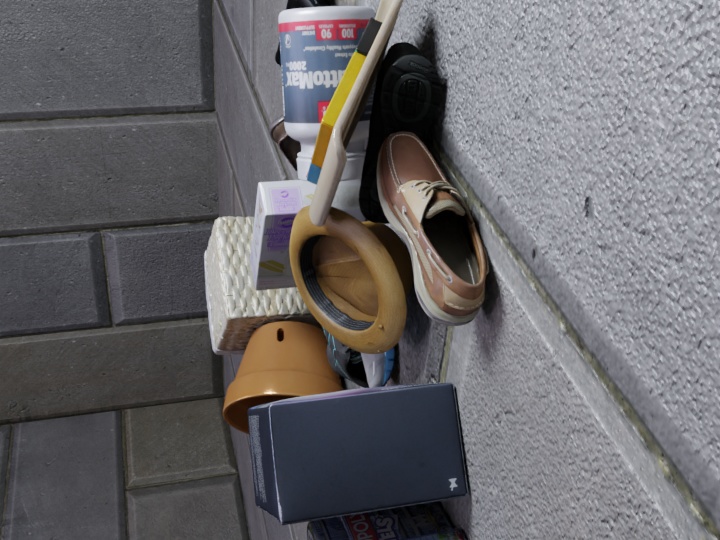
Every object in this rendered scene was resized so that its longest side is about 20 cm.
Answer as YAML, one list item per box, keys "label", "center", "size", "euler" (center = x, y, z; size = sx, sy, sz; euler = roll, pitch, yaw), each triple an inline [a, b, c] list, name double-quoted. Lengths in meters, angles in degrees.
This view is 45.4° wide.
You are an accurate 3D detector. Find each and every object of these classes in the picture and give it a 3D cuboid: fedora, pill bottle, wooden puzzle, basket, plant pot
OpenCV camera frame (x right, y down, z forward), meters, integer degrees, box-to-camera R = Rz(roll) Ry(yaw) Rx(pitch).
- label: "fedora"
  center: [0.000, 0.000, 1.002]
  size: [0.200, 0.081, 0.203]
  euler: [31, 135, 37]
- label: "pill bottle"
  center: [-0.037, -0.215, 1.055]
  size: [0.120, 0.118, 0.203]
  euler: [-141, 47, -70]
- label: "wooden puzzle"
  center: [-0.013, -0.167, 0.885]
  size: [0.185, 0.037, 0.202]
  euler: [119, 170, -69]
- label: "basket"
  center: [-0.159, 0.021, 1.478]
  size: [0.161, 0.196, 0.202]
  euler: [120, 143, -59]
- label: "plant pot"
  center: [-0.117, 0.175, 1.391]
  size: [0.201, 0.197, 0.142]
  euler: [109, 164, -58]

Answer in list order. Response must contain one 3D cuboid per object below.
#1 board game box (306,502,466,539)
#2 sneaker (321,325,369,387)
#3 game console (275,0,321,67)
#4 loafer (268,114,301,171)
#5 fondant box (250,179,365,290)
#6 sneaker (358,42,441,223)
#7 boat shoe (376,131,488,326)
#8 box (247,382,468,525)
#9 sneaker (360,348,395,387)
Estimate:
- label: "board game box"
  center: [0.011, 0.309, 0.887]
  size: [0.200, 0.197, 0.062]
  euler: [-127, 34, -63]
- label: "sneaker"
  center: [-0.016, 0.074, 1.165]
  size: [0.079, 0.075, 0.202]
  euler: [44, 157, 52]
- label: "game console"
  center: [-0.056, -0.368, 1.281]
  size: [0.176, 0.116, 0.200]
  euler: [51, 160, 7]
- label: "loafer"
  center: [-0.059, -0.158, 1.188]
  size: [0.071, 0.073, 0.200]
  euler: [63, -169, 24]
- label: "fondant box"
  center: [-0.078, -0.049, 1.224]
  size: [0.201, 0.142, 0.059]
  euler: [107, 154, -56]
- label: "sneaker"
  center: [0.040, -0.142, 0.906]
  size: [0.091, 0.075, 0.202]
  euler: [-99, 19, -53]
- label: "boat shoe"
  center: [0.072, -0.051, 0.797]
  size: [0.072, 0.075, 0.202]
  euler: [116, 137, -58]
- label: "box"
  center: [-0.011, 0.194, 0.942]
  size: [0.198, 0.197, 0.125]
  euler: [147, 117, -73]
- label: "sneaker"
  center: [-0.006, 0.054, 1.100]
  size: [0.075, 0.086, 0.203]
  euler: [167, 96, -74]
